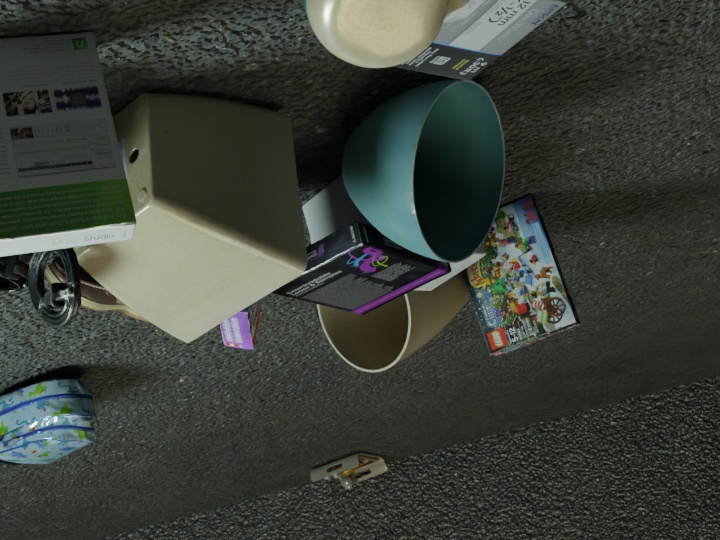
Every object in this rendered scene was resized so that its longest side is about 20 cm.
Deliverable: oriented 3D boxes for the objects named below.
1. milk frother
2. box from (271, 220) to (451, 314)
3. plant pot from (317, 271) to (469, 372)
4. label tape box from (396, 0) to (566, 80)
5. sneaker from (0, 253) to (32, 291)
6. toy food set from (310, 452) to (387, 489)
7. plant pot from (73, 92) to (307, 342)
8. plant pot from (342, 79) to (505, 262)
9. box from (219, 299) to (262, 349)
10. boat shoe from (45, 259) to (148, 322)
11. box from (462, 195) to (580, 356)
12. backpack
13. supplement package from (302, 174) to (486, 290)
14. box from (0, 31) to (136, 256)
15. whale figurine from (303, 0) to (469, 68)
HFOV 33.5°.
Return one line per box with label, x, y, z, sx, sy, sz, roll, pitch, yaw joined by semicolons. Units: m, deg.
milk frother;-0.367;-0.046;1.143;0.186;0.202;0.181;-7;160;-23
box;0.000;0.000;1.447;0.142;0.036;0.199;-27;158;28
plant pot;0.068;0.034;1.780;0.199;0.189;0.187;-16;166;-45
label tape box;0.124;-0.253;1.182;0.199;0.067;0.143;4;152;-41
sneaker;-0.356;-0.034;1.333;0.198;0.100;0.071;-17;159;-1
toy food set;-0.028;0.538;3.182;0.143;0.061;0.200;-23;160;18
plant pot;-0.195;-0.070;1.256;0.199;0.201;0.176;-30;144;34
plant pot;0.059;-0.116;1.357;0.134;0.202;0.199;7;176;35
box;-0.129;-0.024;1.398;0.039;0.202;0.137;8;159;1
boat shoe;-0.318;0.012;1.559;0.199;0.072;0.072;23;108;-45
box;0.225;0.009;1.760;0.136;0.202;0.038;-23;163;16
backpack;-0.513;0.241;1.916;0.199;0.154;0.163;-36;149;15
supplement package;0.045;-0.052;1.572;0.199;0.122;0.120;1;154;-42
box;-0.284;-0.111;1.035;0.143;0.202;0.036;-8;156;-20
whale figurine;0.030;-0.276;1.033;0.158;0.104;0.201;17;120;-33
